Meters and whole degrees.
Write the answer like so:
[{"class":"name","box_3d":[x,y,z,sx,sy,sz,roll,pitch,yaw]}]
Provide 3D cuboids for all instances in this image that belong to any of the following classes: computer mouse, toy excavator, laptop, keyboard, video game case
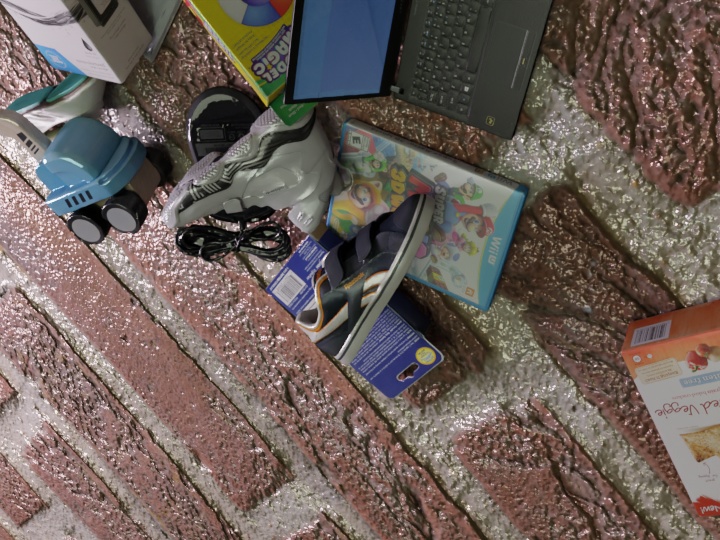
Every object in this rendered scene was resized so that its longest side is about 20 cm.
[{"class":"computer mouse","box_3d":[-0.141,-0.108,0.879,0.135,0.053,0.204,3,121,3]},{"class":"toy excavator","box_3d":[-0.346,-0.133,0.918,0.191,0.101,0.201,-12,130,31]},{"class":"laptop","box_3d":[0.050,-0.208,0.687,0.196,0.103,0.180,23,127,15]},{"class":"keyboard","box_3d":[-0.201,-0.308,0.830,0.056,0.011,0.200,46,129,4]},{"class":"video game case","box_3d":[0.060,-0.056,0.827,0.196,0.018,0.146,24,126,15]}]

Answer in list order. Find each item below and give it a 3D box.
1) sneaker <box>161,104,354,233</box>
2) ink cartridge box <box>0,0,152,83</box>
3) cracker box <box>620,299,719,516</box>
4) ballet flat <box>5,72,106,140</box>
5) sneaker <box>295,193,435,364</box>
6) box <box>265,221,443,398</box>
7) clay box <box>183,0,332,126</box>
[{"class":"sneaker","box_3d":[-0.103,-0.078,0.819,0.198,0.076,0.116,-34,113,14]},{"class":"ink cartridge box","box_3d":[-0.310,-0.288,0.798,0.114,0.069,0.201,17,155,28]},{"class":"cracker box","box_3d":[0.347,0.130,0.752,0.132,0.058,0.203,-20,107,37]},{"class":"ballet flat","box_3d":[-0.348,-0.193,0.954,0.197,0.069,0.071,-10,114,38]},{"class":"sneaker","box_3d":[0.000,0.000,0.809,0.078,0.079,0.202,28,112,-5]},{"class":"box","box_3d":[-0.004,0.050,0.908,0.199,0.033,0.121,43,135,-3]},{"class":"clay box","box_3d":[-0.088,-0.246,0.734,0.114,0.048,0.201,-40,93,-5]}]
